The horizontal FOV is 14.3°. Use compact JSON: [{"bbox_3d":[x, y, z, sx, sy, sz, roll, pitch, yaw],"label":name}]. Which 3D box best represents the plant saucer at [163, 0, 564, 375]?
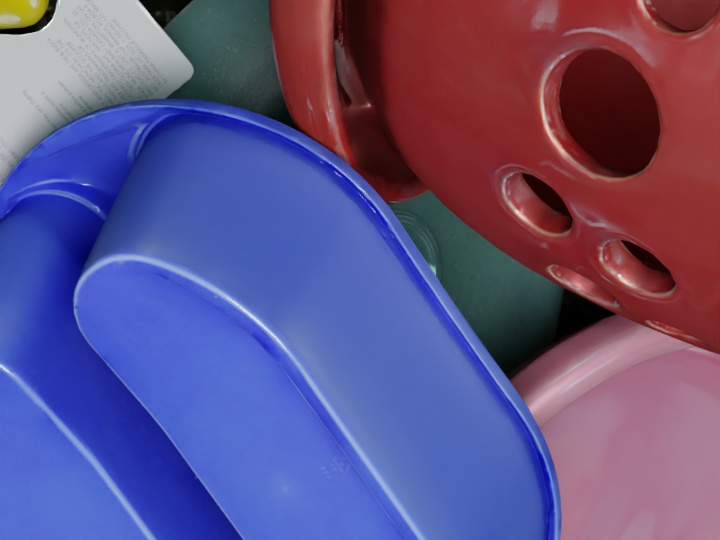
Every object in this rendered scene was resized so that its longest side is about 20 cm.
[{"bbox_3d":[0.000,0.000,0.903,0.199,0.036,0.201,-7,102,-39],"label":"plant saucer"}]

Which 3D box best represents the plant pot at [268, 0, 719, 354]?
[{"bbox_3d":[0.083,-0.084,0.793,0.182,0.200,0.201,15,94,21],"label":"plant pot"}]

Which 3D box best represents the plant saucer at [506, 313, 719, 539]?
[{"bbox_3d":[0.085,0.096,0.928,0.200,0.051,0.201,-14,120,-26],"label":"plant saucer"}]

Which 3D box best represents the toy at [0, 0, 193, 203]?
[{"bbox_3d":[-0.160,-0.039,0.824,0.200,0.047,0.115,-39,113,3],"label":"toy"}]

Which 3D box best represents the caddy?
[{"bbox_3d":[-0.033,0.049,0.805,0.141,0.105,0.200,-26,107,30],"label":"caddy"}]
